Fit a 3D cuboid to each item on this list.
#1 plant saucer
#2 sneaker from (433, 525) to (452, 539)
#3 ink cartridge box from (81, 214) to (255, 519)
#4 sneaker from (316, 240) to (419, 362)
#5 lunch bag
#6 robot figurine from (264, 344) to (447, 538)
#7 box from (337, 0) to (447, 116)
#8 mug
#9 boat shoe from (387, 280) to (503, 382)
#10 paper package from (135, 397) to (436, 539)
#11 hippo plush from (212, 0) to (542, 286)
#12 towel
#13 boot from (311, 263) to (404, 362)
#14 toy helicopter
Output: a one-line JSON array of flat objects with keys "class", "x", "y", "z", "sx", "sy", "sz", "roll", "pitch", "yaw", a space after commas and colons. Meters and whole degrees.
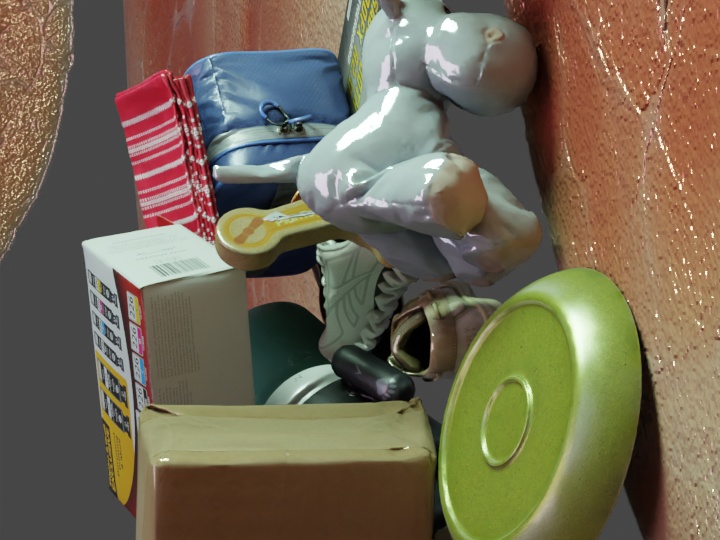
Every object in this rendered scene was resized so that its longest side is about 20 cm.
[{"class": "plant saucer", "x": 0.097, "y": 0.092, "z": 1.207, "sx": 0.200, "sy": 0.031, "sz": 0.202, "roll": -46, "pitch": 36, "yaw": 47}, {"class": "sneaker", "x": 0.078, "y": 0.249, "z": 1.394, "sx": 0.081, "sy": 0.076, "sz": 0.201, "roll": 48, "pitch": 142, "yaw": 43}, {"class": "ink cartridge box", "x": -0.146, "y": 0.077, "z": 1.509, "sx": 0.175, "sy": 0.083, "sz": 0.202, "roll": -150, "pitch": 53, "yaw": -61}, {"class": "sneaker", "x": 0.000, "y": 0.000, "z": 1.567, "sx": 0.200, "sy": 0.080, "sz": 0.076, "roll": 119, "pitch": 173, "yaw": -49}, {"class": "lunch bag", "x": -0.076, "y": -0.077, "z": 1.611, "sx": 0.200, "sy": 0.135, "sz": 0.133, "roll": 121, "pitch": 139, "yaw": -58}, {"class": "robot figurine", "x": 0.008, "y": 0.148, "z": 1.471, "sx": 0.200, "sy": 0.125, "sz": 0.151, "roll": 32, "pitch": 88, "yaw": 45}, {"class": "box", "x": 0.022, "y": -0.140, "z": 1.590, "sx": 0.201, "sy": 0.048, "sz": 0.159, "roll": 101, "pitch": 162, "yaw": -44}, {"class": "mug", "x": -0.050, "y": 0.117, "z": 1.725, "sx": 0.114, "sy": 0.184, "sz": 0.153, "roll": 42, "pitch": 130, "yaw": 36}, {"class": "boat shoe", "x": 0.051, "y": 0.046, "z": 1.457, "sx": 0.200, "sy": 0.064, "sz": 0.073, "roll": -166, "pitch": 75, "yaw": -76}, {"class": "paper package", "x": -0.051, "y": 0.192, "z": 1.319, "sx": 0.104, "sy": 0.189, "sz": 0.202, "roll": -108, "pitch": 19, "yaw": -71}, {"class": "hippo plush", "x": 0.044, "y": -0.091, "z": 1.334, "sx": 0.159, "sy": 0.198, "sz": 0.162, "roll": 39, "pitch": -114, "yaw": -56}, {"class": "towel", "x": -0.145, "y": -0.049, "z": 1.574, "sx": 0.144, "sy": 0.022, "sz": 0.202, "roll": -6, "pitch": 96, "yaw": 66}, {"class": "boot", "x": 0.001, "y": 0.019, "z": 1.715, "sx": 0.097, "sy": 0.074, "sz": 0.201, "roll": 61, "pitch": -174, "yaw": -60}, {"class": "toy helicopter", "x": -0.015, "y": -0.049, "z": 1.434, "sx": 0.133, "sy": 0.198, "sz": 0.079, "roll": 56, "pitch": 150, "yaw": 34}]
